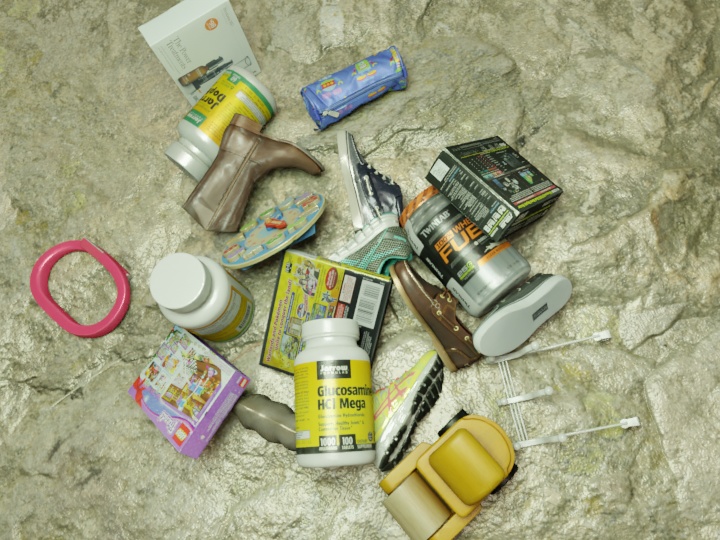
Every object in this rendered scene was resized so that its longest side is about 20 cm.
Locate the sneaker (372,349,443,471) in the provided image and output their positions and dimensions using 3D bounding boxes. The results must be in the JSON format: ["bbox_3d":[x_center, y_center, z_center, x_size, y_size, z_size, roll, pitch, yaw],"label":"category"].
[{"bbox_3d":[0.054,0.198,0.898,0.090,0.078,0.200,22,64,36],"label":"sneaker"}]

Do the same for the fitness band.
[{"bbox_3d":[-0.491,0.029,1.034,0.200,0.037,0.144,38,84,16],"label":"fitness band"}]

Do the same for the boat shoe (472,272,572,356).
[{"bbox_3d":[0.239,0.064,0.898,0.200,0.069,0.057,-29,30,-24],"label":"boat shoe"}]

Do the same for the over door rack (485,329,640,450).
[{"bbox_3d":[0.303,0.176,0.877,0.199,0.067,0.148,-13,73,3],"label":"over door rack"}]

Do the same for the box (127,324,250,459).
[{"bbox_3d":[-0.271,0.179,0.910,0.200,0.039,0.137,24,76,45],"label":"box"}]

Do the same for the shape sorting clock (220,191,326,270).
[{"bbox_3d":[-0.144,-0.070,0.955,0.200,0.200,0.039,-28,115,-2],"label":"shape sorting clock"}]

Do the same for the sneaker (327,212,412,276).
[{"bbox_3d":[0.000,0.000,0.941,0.200,0.078,0.091,-41,74,18],"label":"sneaker"}]

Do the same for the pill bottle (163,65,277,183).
[{"bbox_3d":[-0.251,-0.255,1.046,0.113,0.113,0.200,37,82,15],"label":"pill bottle"}]

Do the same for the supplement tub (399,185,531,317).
[{"bbox_3d":[0.159,-0.035,0.927,0.122,0.123,0.200,-39,73,-5],"label":"supplement tub"}]

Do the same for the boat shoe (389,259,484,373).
[{"bbox_3d":[0.121,0.061,0.900,0.070,0.070,0.200,-31,104,18],"label":"boat shoe"}]

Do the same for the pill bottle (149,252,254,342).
[{"bbox_3d":[-0.245,0.042,0.911,0.111,0.200,0.111,-2,73,6],"label":"pill bottle"}]

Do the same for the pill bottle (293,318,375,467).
[{"bbox_3d":[-0.039,0.175,0.841,0.112,0.112,0.201,-6,74,5],"label":"pill bottle"}]

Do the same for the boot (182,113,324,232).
[{"bbox_3d":[-0.180,-0.137,1.000,0.186,0.064,0.200,26,83,-12],"label":"boot"}]

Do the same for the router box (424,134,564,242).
[{"bbox_3d":[0.214,-0.134,0.920,0.150,0.200,0.062,45,127,17],"label":"router box"}]

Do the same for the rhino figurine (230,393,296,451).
[{"bbox_3d":[-0.155,0.222,0.907,0.200,0.087,0.060,22,77,12],"label":"rhino figurine"}]

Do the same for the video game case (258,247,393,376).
[{"bbox_3d":[-0.057,0.082,0.926,0.180,0.025,0.201,16,103,11],"label":"video game case"}]

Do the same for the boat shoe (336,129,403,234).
[{"bbox_3d":[0.019,-0.153,1.008,0.092,0.075,0.201,-12,82,2],"label":"boat shoe"}]

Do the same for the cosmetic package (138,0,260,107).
[{"bbox_3d":[-0.276,-0.389,1.042,0.151,0.200,0.052,-34,74,-3],"label":"cosmetic package"}]

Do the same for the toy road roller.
[{"bbox_3d":[0.125,0.290,0.822,0.200,0.146,0.123,-42,73,-6],"label":"toy road roller"}]

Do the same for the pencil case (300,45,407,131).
[{"bbox_3d":[-0.009,-0.328,1.055,0.200,0.078,0.087,-26,43,-1],"label":"pencil case"}]
